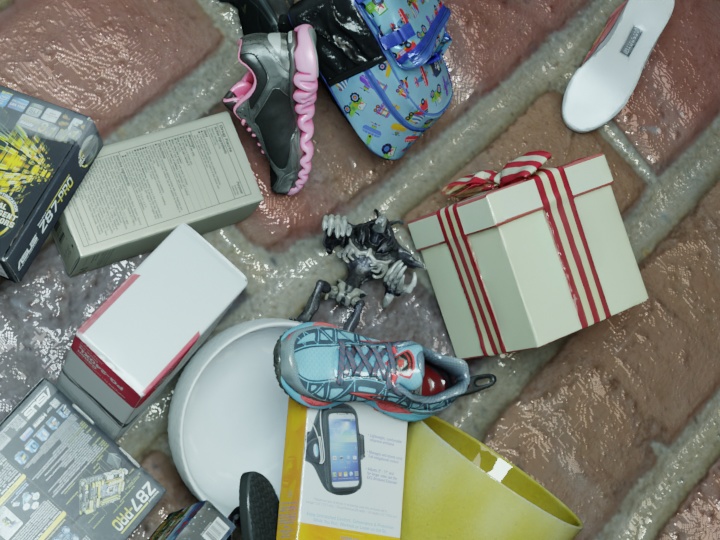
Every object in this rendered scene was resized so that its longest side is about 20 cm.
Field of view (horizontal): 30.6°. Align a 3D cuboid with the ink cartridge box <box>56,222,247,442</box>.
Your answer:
[{"bbox_3d":[-0.197,0.063,1.207,0.083,0.200,0.145,41,63,-2],"label":"ink cartridge box"}]

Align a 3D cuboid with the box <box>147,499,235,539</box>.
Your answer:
[{"bbox_3d":[-0.204,0.297,1.166,0.038,0.136,0.200,44,63,-7],"label":"box"}]

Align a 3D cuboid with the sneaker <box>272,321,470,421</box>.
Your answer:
[{"bbox_3d":[0.016,0.083,1.187,0.199,0.095,0.080,12,68,-36],"label":"sneaker"}]

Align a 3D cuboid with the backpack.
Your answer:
[{"bbox_3d":[0.029,-0.230,1.400,0.201,0.134,0.183,58,29,-14],"label":"backpack"}]

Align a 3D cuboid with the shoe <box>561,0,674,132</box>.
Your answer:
[{"bbox_3d":[0.308,-0.252,1.586,0.071,0.091,0.201,32,94,3],"label":"shoe"}]

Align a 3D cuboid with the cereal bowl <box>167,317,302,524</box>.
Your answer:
[{"bbox_3d":[-0.099,0.142,1.272,0.199,0.083,0.202,-4,97,-31],"label":"cereal bowl"}]

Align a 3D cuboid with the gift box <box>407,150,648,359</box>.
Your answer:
[{"bbox_3d":[0.181,-0.026,1.406,0.199,0.184,0.188,-21,93,-34],"label":"gift box"}]

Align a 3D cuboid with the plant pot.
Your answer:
[{"bbox_3d":[0.097,0.251,1.295,0.199,0.200,0.143,33,93,-10],"label":"plant pot"}]

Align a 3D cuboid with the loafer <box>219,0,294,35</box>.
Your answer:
[{"bbox_3d":[-0.097,-0.286,1.427,0.072,0.073,0.201,-31,89,-32],"label":"loafer"}]

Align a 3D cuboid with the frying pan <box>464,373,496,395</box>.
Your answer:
[{"bbox_3d":[0.046,0.126,1.381,0.190,0.031,0.115,-38,93,-31],"label":"frying pan"}]

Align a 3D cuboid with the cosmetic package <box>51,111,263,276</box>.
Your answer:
[{"bbox_3d":[-0.211,-0.078,1.313,0.199,0.073,0.104,-18,81,-26],"label":"cosmetic package"}]

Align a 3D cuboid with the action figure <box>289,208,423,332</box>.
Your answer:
[{"bbox_3d":[0.000,0.000,1.357,0.118,0.102,0.201,28,59,-1],"label":"action figure"}]

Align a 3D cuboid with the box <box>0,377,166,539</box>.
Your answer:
[{"bbox_3d":[-0.300,0.224,1.199,0.161,0.049,0.200,42,63,-4],"label":"box"}]

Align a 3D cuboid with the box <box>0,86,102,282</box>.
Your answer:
[{"bbox_3d":[-0.363,-0.096,1.216,0.199,0.049,0.162,21,64,15],"label":"box"}]

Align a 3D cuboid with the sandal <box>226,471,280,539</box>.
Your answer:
[{"bbox_3d":[-0.093,0.265,1.214,0.048,0.201,0.076,-4,41,12],"label":"sandal"}]

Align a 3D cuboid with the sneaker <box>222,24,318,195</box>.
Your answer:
[{"bbox_3d":[-0.093,-0.161,1.338,0.094,0.201,0.079,-3,42,-9],"label":"sneaker"}]

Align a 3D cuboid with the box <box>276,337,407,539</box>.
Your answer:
[{"bbox_3d":[-0.013,0.162,1.232,0.118,0.041,0.202,17,67,-33],"label":"box"}]
